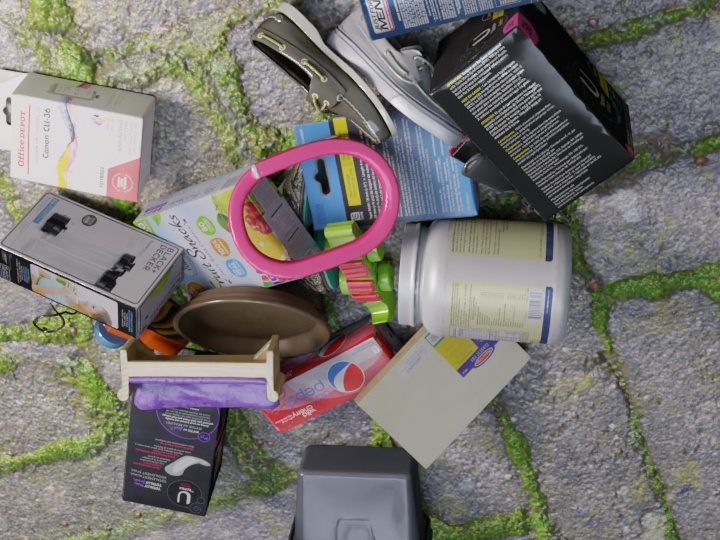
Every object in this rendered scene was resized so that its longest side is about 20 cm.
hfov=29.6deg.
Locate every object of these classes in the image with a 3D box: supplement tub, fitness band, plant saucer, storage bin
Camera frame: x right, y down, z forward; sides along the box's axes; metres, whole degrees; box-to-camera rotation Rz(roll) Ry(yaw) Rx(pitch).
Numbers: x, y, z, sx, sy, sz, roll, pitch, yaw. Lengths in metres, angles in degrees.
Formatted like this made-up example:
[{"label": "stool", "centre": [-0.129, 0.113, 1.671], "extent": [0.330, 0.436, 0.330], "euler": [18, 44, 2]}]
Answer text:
[{"label": "supplement tub", "centre": [0.149, 0.010, 1.630], "extent": [0.198, 0.145, 0.146], "euler": [4, 122, 6]}, {"label": "fitness band", "centre": [-0.053, -0.072, 1.551], "extent": [0.199, 0.037, 0.145], "euler": [-19, 98, -4]}, {"label": "plant saucer", "centre": [-0.136, 0.065, 1.720], "extent": [0.198, 0.030, 0.200], "euler": [2, 156, 1]}, {"label": "storage bin", "centre": [-0.005, 0.320, 1.857], "extent": [0.198, 0.146, 0.135], "euler": [0, 112, 8]}]

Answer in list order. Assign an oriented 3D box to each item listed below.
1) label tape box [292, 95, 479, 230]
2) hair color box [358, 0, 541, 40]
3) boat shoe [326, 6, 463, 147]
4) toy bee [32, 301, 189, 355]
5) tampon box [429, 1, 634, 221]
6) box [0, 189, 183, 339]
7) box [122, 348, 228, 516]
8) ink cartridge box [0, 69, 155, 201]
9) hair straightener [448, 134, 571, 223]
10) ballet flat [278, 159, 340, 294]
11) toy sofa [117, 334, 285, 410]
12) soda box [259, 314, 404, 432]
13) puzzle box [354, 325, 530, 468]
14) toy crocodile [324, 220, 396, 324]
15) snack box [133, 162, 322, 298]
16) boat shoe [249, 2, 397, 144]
[{"label": "label tape box", "centre": [0.034, -0.131, 1.607], "extent": [0.198, 0.063, 0.145], "euler": [-4, 120, 11]}, {"label": "hair color box", "centre": [0.102, -0.314, 1.464], "extent": [0.198, 0.100, 0.061], "euler": [-10, 121, 14]}, {"label": "boat shoe", "centre": [0.048, -0.220, 1.506], "extent": [0.200, 0.073, 0.067], "euler": [42, 102, 15]}, {"label": "toy bee", "centre": [-0.310, 0.036, 1.746], "extent": [0.130, 0.109, 0.200], "euler": [-23, 145, 27]}, {"label": "tampon box", "centre": [0.189, -0.189, 1.498], "extent": [0.126, 0.150, 0.200], "euler": [-35, 111, 25]}, {"label": "box", "centre": [-0.329, -0.010, 1.671], "extent": [0.199, 0.117, 0.060], "euler": [24, 138, 12]}, {"label": "box", "centre": [-0.245, 0.214, 1.834], "extent": [0.121, 0.106, 0.201], "euler": [12, 122, 0]}, {"label": "ink cartridge box", "centre": [-0.354, -0.164, 1.639], "extent": [0.198, 0.068, 0.117], "euler": [11, 122, 1]}, {"label": "hair straightener", "centre": [0.183, -0.088, 1.573], "extent": [0.041, 0.077, 0.200], "euler": [-43, 135, 18]}, {"label": "ballet flat", "centre": [-0.075, -0.058, 1.673], "extent": [0.075, 0.068, 0.201], "euler": [5, 126, 22]}, {"label": "toy sofa", "centre": [-0.196, 0.136, 1.690], "extent": [0.198, 0.083, 0.098], "euler": [0, 101, 2]}, {"label": "soda box", "centre": [-0.042, 0.135, 1.783], "extent": [0.199, 0.064, 0.070], "euler": [-29, 114, 22]}, {"label": "puzzle box", "centre": [0.106, 0.137, 1.733], "extent": [0.200, 0.025, 0.133], "euler": [-46, 108, -1]}, {"label": "toy crocodile", "centre": [0.000, 0.000, 1.665], "extent": [0.067, 0.062, 0.200], "euler": [-4, 151, 12]}, {"label": "snack box", "centre": [-0.163, -0.040, 1.661], "extent": [0.199, 0.053, 0.143], "euler": [-14, 119, 41]}, {"label": "boat shoe", "centre": [-0.041, -0.210, 1.524], "extent": [0.060, 0.072, 0.202], "euler": [-41, 79, -10]}]
